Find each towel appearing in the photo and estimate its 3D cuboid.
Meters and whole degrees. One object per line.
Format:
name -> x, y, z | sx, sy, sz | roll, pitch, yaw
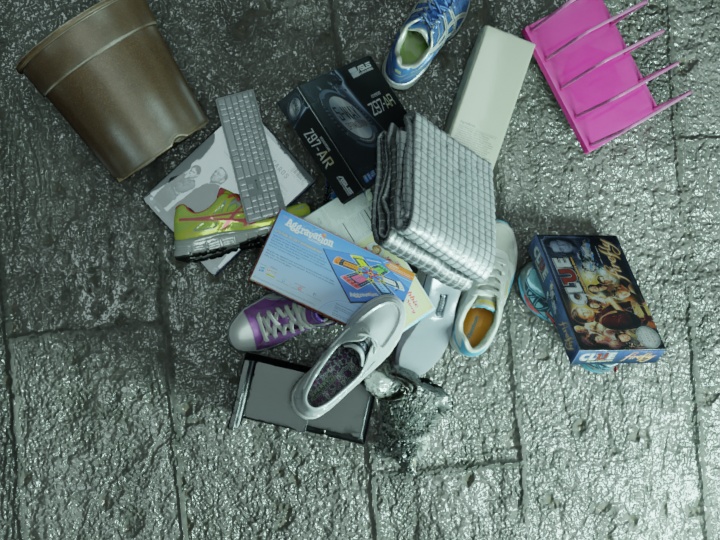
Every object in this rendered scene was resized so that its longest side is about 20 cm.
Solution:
towel -> 0.093, -0.089, 1.391 | 0.165, 0.085, 0.201 | 28, 48, -33

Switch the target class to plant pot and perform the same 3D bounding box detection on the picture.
plant pot -> -0.317, -0.240, 1.414 | 0.200, 0.200, 0.199 | -35, 100, -4

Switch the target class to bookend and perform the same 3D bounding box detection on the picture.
bookend -> -0.070, 0.180, 1.423 | 0.198, 0.199, 0.093 | 14, 87, -6

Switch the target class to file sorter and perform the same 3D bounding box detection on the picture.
file sorter -> 0.351, -0.295, 1.484 | 0.138, 0.125, 0.201 | -29, 92, -18

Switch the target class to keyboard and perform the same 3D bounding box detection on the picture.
keyboard -> -0.152, -0.159, 1.454 | 0.056, 0.011, 0.201 | -13, 67, -8

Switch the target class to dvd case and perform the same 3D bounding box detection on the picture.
dvd case -> -0.186, -0.114, 1.501 | 0.200, 0.025, 0.150 | -43, 93, -4

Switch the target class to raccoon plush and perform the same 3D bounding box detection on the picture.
raccoon plush -> 0.035, 0.204, 1.450 | 0.199, 0.097, 0.135 | 21, 98, -44

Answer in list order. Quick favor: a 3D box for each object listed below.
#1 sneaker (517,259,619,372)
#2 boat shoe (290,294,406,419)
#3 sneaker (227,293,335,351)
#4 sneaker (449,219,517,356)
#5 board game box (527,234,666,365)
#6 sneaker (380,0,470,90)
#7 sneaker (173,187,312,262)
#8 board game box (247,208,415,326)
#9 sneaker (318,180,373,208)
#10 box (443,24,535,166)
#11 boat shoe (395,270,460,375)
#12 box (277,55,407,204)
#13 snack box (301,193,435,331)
sneaker -> 0.308, 0.061, 1.508 | 0.079, 0.096, 0.200 | -43, 94, -4
boat shoe -> -0.010, 0.104, 1.326 | 0.200, 0.068, 0.072 | -40, 92, -20
sneaker -> -0.092, 0.060, 1.465 | 0.199, 0.114, 0.073 | -22, 93, -3
sneaker -> 0.182, 0.026, 1.505 | 0.076, 0.081, 0.202 | 14, 88, -3
board game box -> 0.325, 0.037, 1.469 | 0.134, 0.035, 0.201 | 0, 52, -19
sneaker -> 0.102, -0.347, 1.500 | 0.075, 0.077, 0.201 | 29, 86, -3
sneaker -> -0.165, -0.075, 1.455 | 0.198, 0.078, 0.091 | -12, 80, -10
board game box -> -0.036, 0.009, 1.382 | 0.199, 0.019, 0.104 | 26, 78, -8
sneaker -> -0.027, -0.096, 1.488 | 0.088, 0.079, 0.202 | -20, 92, -7
box -> 0.175, -0.238, 1.510 | 0.082, 0.068, 0.202 | 21, 88, -6
boat shoe -> 0.091, 0.054, 1.504 | 0.070, 0.070, 0.202 | 5, 114, -23
box -> -0.005, -0.196, 1.441 | 0.043, 0.200, 0.161 | -31, 93, 37
snack box -> 0.000, 0.000, 1.422 | 0.116, 0.037, 0.201 | -32, 89, -18
